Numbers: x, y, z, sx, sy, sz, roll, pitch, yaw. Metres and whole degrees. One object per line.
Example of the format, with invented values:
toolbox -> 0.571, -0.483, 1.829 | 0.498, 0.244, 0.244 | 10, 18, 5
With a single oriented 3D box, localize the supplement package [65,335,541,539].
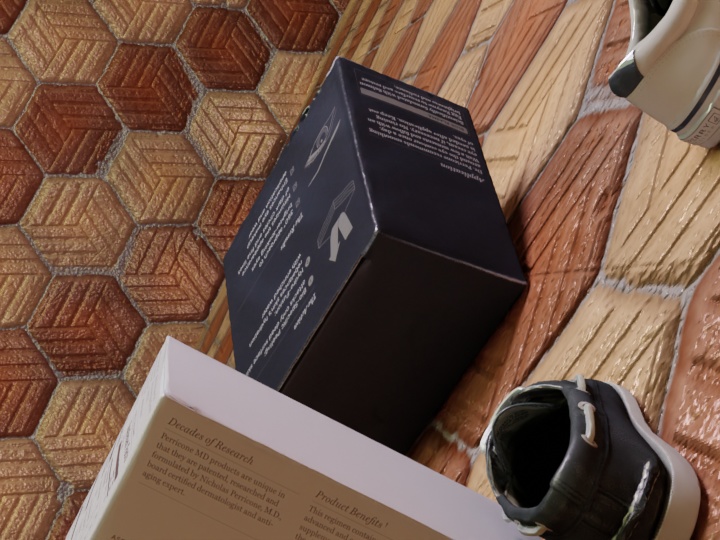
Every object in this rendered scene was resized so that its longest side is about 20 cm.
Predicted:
supplement package -> -0.022, 0.130, 0.624 | 0.112, 0.198, 0.156 | -62, 9, 1

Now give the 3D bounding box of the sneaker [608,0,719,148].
sneaker -> 0.177, -0.158, 0.730 | 0.073, 0.070, 0.202 | -49, 17, 56

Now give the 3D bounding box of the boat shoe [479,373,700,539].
boat shoe -> 0.085, 0.076, 0.619 | 0.076, 0.060, 0.200 | -63, 9, -2

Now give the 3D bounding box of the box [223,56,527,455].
box -> 0.000, 0.000, 0.989 | 0.198, 0.116, 0.201 | -57, 27, 32
